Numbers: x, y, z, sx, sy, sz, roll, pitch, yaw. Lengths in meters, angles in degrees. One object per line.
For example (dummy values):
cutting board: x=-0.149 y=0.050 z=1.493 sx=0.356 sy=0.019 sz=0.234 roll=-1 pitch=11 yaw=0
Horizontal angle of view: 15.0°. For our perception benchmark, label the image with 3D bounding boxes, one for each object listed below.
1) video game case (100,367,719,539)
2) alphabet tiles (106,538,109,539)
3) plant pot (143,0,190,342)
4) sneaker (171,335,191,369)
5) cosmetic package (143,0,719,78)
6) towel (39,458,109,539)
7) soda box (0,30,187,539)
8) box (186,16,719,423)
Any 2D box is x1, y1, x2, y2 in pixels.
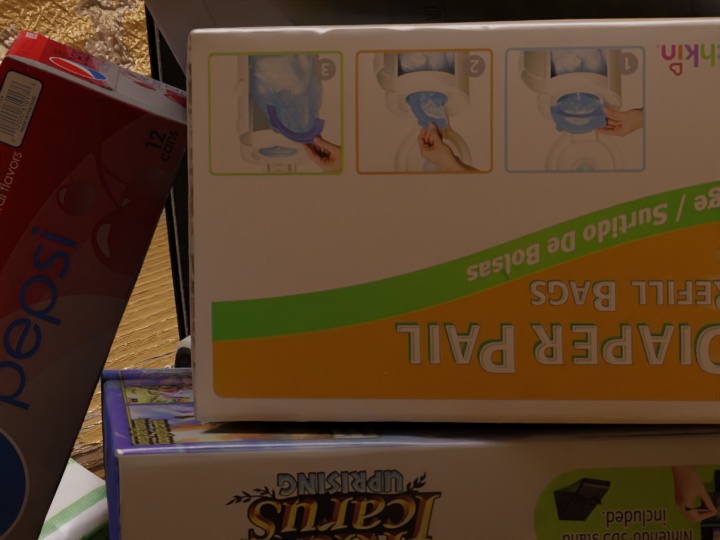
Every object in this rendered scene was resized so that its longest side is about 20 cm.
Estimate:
video game case: x=0.017 y=0.056 z=0.785 sx=0.180 sy=0.046 sz=0.200 roll=-1 pitch=4 yaw=-6
alphabet tiles: x=-0.073 y=0.102 z=1.001 sx=0.200 sy=0.006 sz=0.166 roll=-22 pitch=7 yaw=-37
plant pot: x=-0.002 y=-0.035 z=1.258 sx=0.177 sy=0.200 sz=0.200 roll=-6 pitch=5 yaw=-6
sneaker: x=-0.021 y=0.044 z=1.005 sx=0.084 sy=0.073 sz=0.200 roll=-20 pitch=5 yaw=-10
cosmetic package: x=0.037 y=-0.125 z=0.817 sx=0.199 sy=0.123 sz=0.199 roll=5 pitch=-16 yaw=10
towel: x=-0.194 y=0.065 z=1.005 sx=0.199 sy=0.023 sz=0.153 roll=24 pitch=18 yaw=12
soda box: x=-0.115 y=0.030 z=0.864 sx=0.063 sy=0.201 sz=0.070 roll=21 pitch=9 yaw=-7
box: x=0.063 y=-0.015 z=0.731 sx=0.199 sy=0.102 sz=0.112 roll=0 pitch=3 yaw=10
